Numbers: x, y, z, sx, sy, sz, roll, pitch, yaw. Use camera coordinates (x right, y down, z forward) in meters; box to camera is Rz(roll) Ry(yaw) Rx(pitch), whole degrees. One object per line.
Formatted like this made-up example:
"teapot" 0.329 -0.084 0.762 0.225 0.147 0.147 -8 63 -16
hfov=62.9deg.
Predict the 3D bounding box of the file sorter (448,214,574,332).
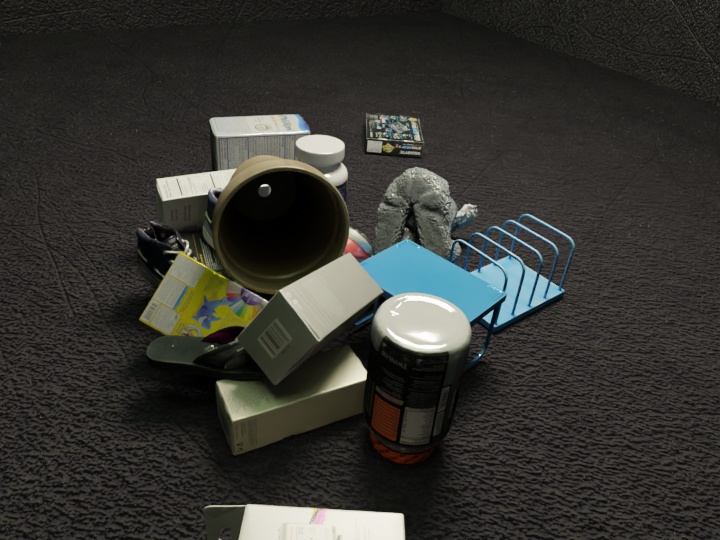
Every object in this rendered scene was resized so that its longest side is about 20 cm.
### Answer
"file sorter" 0.267 -0.006 1.063 0.198 0.124 0.138 -21 41 -32

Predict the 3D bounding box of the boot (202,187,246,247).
"boot" -0.209 -0.062 1.003 0.072 0.091 0.199 -21 45 -41

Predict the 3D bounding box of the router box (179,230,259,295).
"router box" -0.269 0.001 1.034 0.147 0.052 0.201 -8 38 -19

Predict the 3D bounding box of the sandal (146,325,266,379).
"sandal" -0.188 0.105 0.788 0.198 0.048 0.076 2 30 -3

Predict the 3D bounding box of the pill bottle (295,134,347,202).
"pill bottle" -0.083 -0.155 1.158 0.114 0.202 0.116 4 34 -3

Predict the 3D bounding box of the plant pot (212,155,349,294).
"plant pot" -0.135 -0.093 0.903 0.197 0.202 0.174 -7 32 -18

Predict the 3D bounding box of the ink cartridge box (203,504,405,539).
"ink cartridge box" -0.059 0.296 0.580 0.197 0.118 0.068 4 34 -1

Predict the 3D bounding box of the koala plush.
"koala plush" 0.140 -0.107 1.166 0.175 0.186 0.199 7 10 29

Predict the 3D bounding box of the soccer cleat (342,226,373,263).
"soccer cleat" 0.000 0.000 0.995 0.068 0.200 0.073 33 79 31

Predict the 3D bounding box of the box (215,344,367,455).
"box" -0.090 0.171 0.799 0.198 0.069 0.082 -11 37 -24

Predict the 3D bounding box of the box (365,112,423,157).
"box" 0.092 -0.384 1.655 0.157 0.046 0.201 4 34 -3

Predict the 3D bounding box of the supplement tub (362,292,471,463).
"supplement tub" 0.066 0.141 0.748 0.121 0.202 0.123 4 34 -3

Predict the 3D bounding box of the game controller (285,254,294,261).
"game controller" -0.114 -0.047 1.037 0.103 0.043 0.200 -16 29 -17

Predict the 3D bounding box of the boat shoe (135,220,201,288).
"boat shoe" -0.276 -0.002 0.914 0.198 0.094 0.075 26 44 21

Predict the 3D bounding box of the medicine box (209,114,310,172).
"medicine box" -0.213 -0.226 1.258 0.197 0.184 0.103 -7 36 -18

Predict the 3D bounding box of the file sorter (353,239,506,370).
"file sorter" 0.098 0.065 0.921 0.199 0.124 0.138 31 41 33

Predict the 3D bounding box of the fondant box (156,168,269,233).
"fondant box" -0.281 -0.118 1.120 0.198 0.145 0.059 -12 58 -24

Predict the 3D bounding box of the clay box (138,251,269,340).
"clay box" -0.203 0.072 0.858 0.199 0.048 0.116 30 81 0

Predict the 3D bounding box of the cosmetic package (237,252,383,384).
"cosmetic package" -0.061 0.058 0.797 0.090 0.107 0.200 49 31 8
